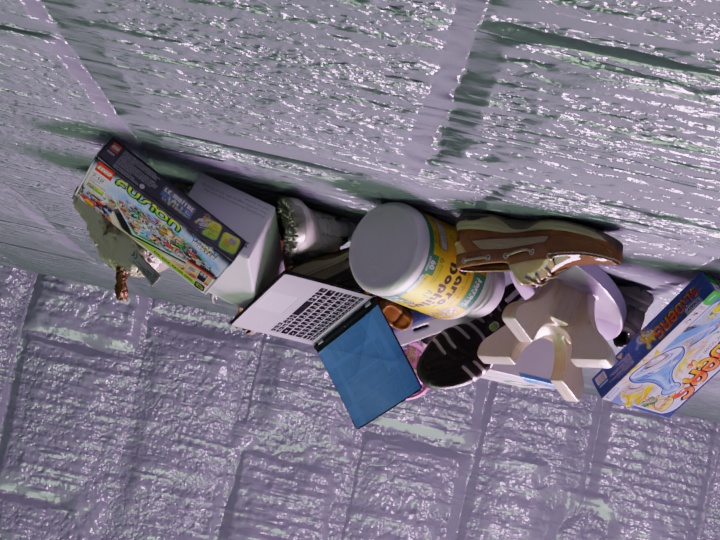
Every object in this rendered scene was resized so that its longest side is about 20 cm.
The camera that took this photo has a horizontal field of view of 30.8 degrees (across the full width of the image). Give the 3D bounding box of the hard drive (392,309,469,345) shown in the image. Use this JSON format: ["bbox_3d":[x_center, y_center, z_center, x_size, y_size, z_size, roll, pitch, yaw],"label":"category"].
[{"bbox_3d":[0.070,0.054,1.805,0.131,0.027,0.200,-19,-166,-1],"label":"hard drive"}]

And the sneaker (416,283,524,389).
[{"bbox_3d":[0.146,0.105,1.694,0.076,0.199,0.116,51,156,13],"label":"sneaker"}]

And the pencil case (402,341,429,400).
[{"bbox_3d":[0.043,0.117,1.824,0.087,0.083,0.200,54,179,-14],"label":"pencil case"}]

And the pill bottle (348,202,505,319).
[{"bbox_3d":[0.087,-0.004,1.575,0.112,0.114,0.199,6,170,40],"label":"pill bottle"}]

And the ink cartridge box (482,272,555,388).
[{"bbox_3d":[0.214,0.084,1.878,0.146,0.147,0.200,13,173,-10],"label":"ink cartridge box"}]

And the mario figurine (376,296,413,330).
[{"bbox_3d":[0.035,0.004,1.757,0.122,0.107,0.200,-2,-163,-11],"label":"mario figurine"}]

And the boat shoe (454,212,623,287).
[{"bbox_3d":[0.193,-0.017,1.451,0.199,0.074,0.075,7,171,35],"label":"boat shoe"}]

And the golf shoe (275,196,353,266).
[{"bbox_3d":[-0.057,-0.057,1.663,0.096,0.079,0.200,-10,175,-3],"label":"golf shoe"}]

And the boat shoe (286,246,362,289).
[{"bbox_3d":[-0.001,0.000,1.685,0.200,0.067,0.072,-18,178,22],"label":"boat shoe"}]

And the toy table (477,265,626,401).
[{"bbox_3d":[0.238,0.063,1.575,0.200,0.118,0.183,40,149,-29],"label":"toy table"}]

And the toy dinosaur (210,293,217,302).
[{"bbox_3d":[-0.186,-0.036,2.023,0.104,0.201,0.182,-1,-152,-1],"label":"toy dinosaur"}]

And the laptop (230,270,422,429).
[{"bbox_3d":[-0.048,0.106,1.682,0.199,0.117,0.187,15,151,-22],"label":"laptop"}]

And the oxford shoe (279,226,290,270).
[{"bbox_3d":[-0.131,-0.047,1.821,0.073,0.071,0.200,18,165,15],"label":"oxford shoe"}]

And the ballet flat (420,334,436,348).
[{"bbox_3d":[0.114,0.083,1.855,0.067,0.069,0.200,6,-164,2],"label":"ballet flat"}]

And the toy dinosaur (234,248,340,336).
[{"bbox_3d":[-0.077,0.019,1.822,0.135,0.201,0.086,41,155,-28],"label":"toy dinosaur"}]

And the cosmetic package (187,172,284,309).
[{"bbox_3d":[-0.166,-0.030,1.672,0.112,0.081,0.200,26,158,8],"label":"cosmetic package"}]

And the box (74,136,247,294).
[{"bbox_3d":[-0.238,-0.062,1.549,0.200,0.035,0.110,38,147,-6],"label":"box"}]

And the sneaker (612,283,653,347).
[{"bbox_3d":[0.298,0.048,1.702,0.199,0.092,0.076,17,174,-26],"label":"sneaker"}]

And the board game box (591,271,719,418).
[{"bbox_3d":[0.397,0.095,1.602,0.135,0.200,0.035,17,-145,-36],"label":"board game box"}]

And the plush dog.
[{"bbox_3d":[-0.275,-0.050,1.792,0.199,0.162,0.171,7,-166,33],"label":"plush dog"}]
